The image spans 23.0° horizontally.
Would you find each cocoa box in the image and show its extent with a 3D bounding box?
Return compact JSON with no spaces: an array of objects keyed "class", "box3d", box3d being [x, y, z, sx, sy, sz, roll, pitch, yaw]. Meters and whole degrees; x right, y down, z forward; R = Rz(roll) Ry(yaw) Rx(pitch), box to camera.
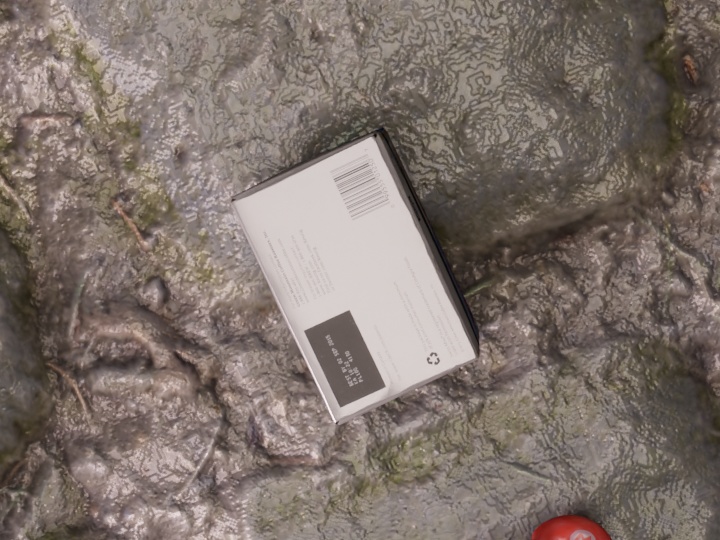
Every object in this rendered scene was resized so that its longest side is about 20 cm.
[{"class":"cocoa box","box3d":[0.000,0.000,1.440,0.133,0.131,0.200,-25,94,7]}]

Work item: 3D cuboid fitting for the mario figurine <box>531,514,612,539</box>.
[{"class":"mario figurine","box3d":[0.152,0.298,1.472,0.106,0.123,0.200,34,109,41]}]
